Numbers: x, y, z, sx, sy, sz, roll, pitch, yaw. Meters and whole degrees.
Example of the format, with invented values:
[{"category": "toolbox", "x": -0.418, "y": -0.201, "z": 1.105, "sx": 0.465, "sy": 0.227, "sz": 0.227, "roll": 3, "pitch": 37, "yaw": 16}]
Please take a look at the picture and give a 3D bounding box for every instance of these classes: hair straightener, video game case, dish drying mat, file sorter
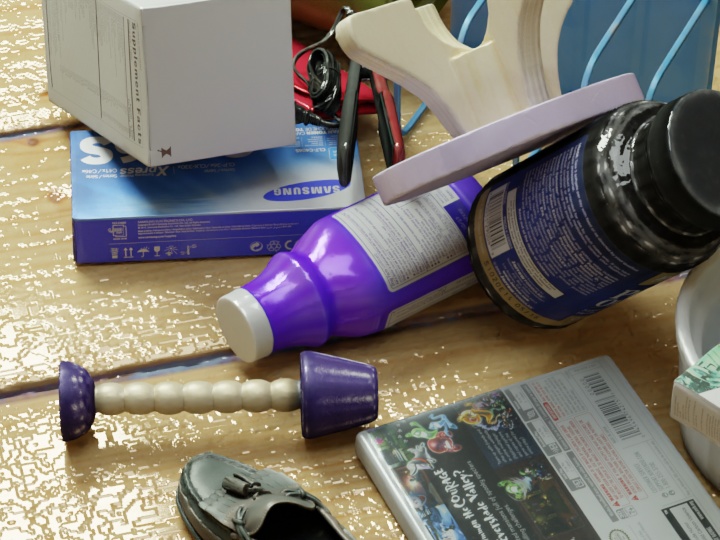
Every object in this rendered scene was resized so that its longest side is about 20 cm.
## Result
[{"category": "hair straightener", "x": -0.015, "y": -0.123, "z": 1.828, "sx": 0.077, "sy": 0.041, "sz": 0.200, "roll": -1, "pitch": 39, "yaw": -5}, {"category": "video game case", "x": 0.119, "y": 0.147, "z": 1.640, "sx": 0.182, "sy": 0.023, "sz": 0.200, "roll": -16, "pitch": 47, "yaw": -19}, {"category": "dish drying mat", "x": -0.069, "y": -0.160, "z": 1.938, "sx": 0.077, "sy": 0.018, "sz": 0.200, "roll": -8, "pitch": 32, "yaw": -42}, {"category": "file sorter", "x": 0.134, "y": -0.141, "z": 1.866, "sx": 0.200, "sy": 0.139, "sz": 0.123, "roll": 19, "pitch": 50, "yaw": 18}]

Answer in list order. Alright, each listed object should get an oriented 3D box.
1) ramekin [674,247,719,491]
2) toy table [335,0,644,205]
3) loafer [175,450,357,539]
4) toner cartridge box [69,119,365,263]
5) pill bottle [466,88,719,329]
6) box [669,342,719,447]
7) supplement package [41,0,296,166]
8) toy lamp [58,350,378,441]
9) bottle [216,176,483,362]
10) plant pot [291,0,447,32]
[{"category": "ramekin", "x": 0.293, "y": 0.070, "z": 1.673, "sx": 0.200, "sy": 0.098, "sz": 0.201, "roll": 1, "pitch": 43, "yaw": -1}, {"category": "toy table", "x": 0.080, "y": -0.129, "z": 1.708, "sx": 0.200, "sy": 0.184, "sz": 0.117, "roll": -20, "pitch": 87, "yaw": -42}, {"category": "loafer", "x": -0.035, "y": 0.160, "z": 1.589, "sx": 0.072, "sy": 0.063, "sz": 0.200, "roll": -31, "pitch": 52, "yaw": -31}, {"category": "toner cartridge box", "x": -0.099, "y": -0.055, "z": 1.832, "sx": 0.200, "sy": 0.043, "sz": 0.095, "roll": -3, "pitch": 44, "yaw": -5}, {"category": "pill bottle", "x": 0.165, "y": -0.041, "z": 1.692, "sx": 0.112, "sy": 0.200, "sz": 0.112, "roll": 13, "pitch": 66, "yaw": -31}, {"category": "box", "x": 0.301, "y": 0.060, "z": 1.586, "sx": 0.144, "sy": 0.036, "sz": 0.200, "roll": 33, "pitch": 51, "yaw": 29}, {"category": "supplement package", "x": -0.134, "y": -0.153, "z": 1.828, "sx": 0.109, "sy": 0.114, "sz": 0.200, "roll": -10, "pitch": 21, "yaw": -24}, {"category": "toy lamp", "x": -0.089, "y": 0.081, "z": 1.679, "sx": 0.200, "sy": 0.058, "sz": 0.058, "roll": -3, "pitch": 43, "yaw": -3}, {"category": "bottle", "x": 0.000, "y": 0.000, "z": 1.758, "sx": 0.200, "sy": 0.065, "sz": 0.084, "roll": -26, "pitch": 64, "yaw": -26}, {"category": "plant pot", "x": -0.023, "y": -0.261, "z": 1.966, "sx": 0.193, "sy": 0.201, "sz": 0.200, "roll": 35, "pitch": 51, "yaw": 15}]
